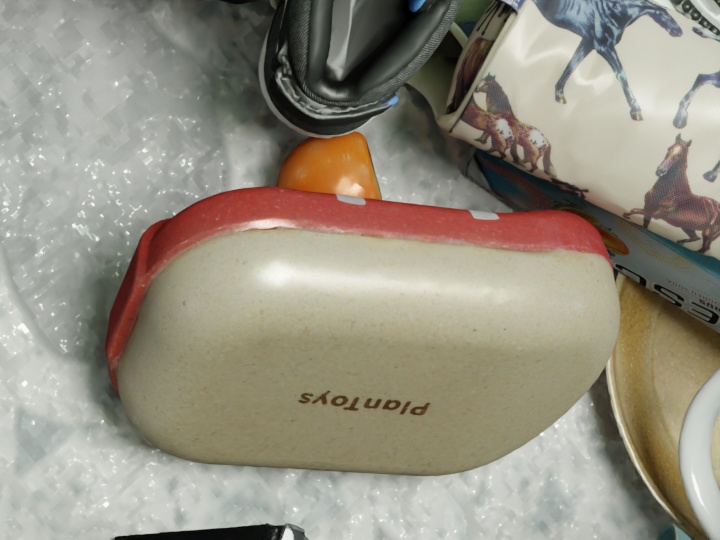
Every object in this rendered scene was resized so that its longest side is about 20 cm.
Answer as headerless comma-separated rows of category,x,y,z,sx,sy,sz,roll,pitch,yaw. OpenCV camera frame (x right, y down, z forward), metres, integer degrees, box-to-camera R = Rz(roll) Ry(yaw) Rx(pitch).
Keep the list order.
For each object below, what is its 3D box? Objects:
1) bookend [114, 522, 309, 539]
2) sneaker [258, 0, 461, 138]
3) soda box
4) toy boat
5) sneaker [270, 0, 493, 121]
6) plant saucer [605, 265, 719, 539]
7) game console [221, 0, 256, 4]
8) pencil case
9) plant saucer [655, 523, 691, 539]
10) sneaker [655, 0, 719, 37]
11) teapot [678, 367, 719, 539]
bookend,0.014,0.164,0.716,0.199,0.200,0.092,21,75,-17
sneaker,0.025,-0.142,0.743,0.073,0.112,0.200,20,90,-9
soda box,0.146,-0.022,0.836,0.200,0.064,0.068,32,76,4
toy boat,0.000,0.000,0.794,0.200,0.131,0.131,6,51,-21
sneaker,-0.012,-0.132,0.822,0.200,0.067,0.090,32,66,-18
plant saucer,0.200,0.042,0.879,0.200,0.035,0.200,1,77,-6
game console,-0.112,-0.209,0.782,0.176,0.116,0.200,17,77,-27
pencil case,0.134,-0.052,0.769,0.200,0.078,0.089,26,101,3
plant saucer,0.101,0.193,0.748,0.027,0.200,0.200,15,75,5
sneaker,0.114,-0.134,0.852,0.074,0.080,0.200,-42,102,-4
teapot,0.234,0.115,0.746,0.200,0.197,0.146,7,104,-9
